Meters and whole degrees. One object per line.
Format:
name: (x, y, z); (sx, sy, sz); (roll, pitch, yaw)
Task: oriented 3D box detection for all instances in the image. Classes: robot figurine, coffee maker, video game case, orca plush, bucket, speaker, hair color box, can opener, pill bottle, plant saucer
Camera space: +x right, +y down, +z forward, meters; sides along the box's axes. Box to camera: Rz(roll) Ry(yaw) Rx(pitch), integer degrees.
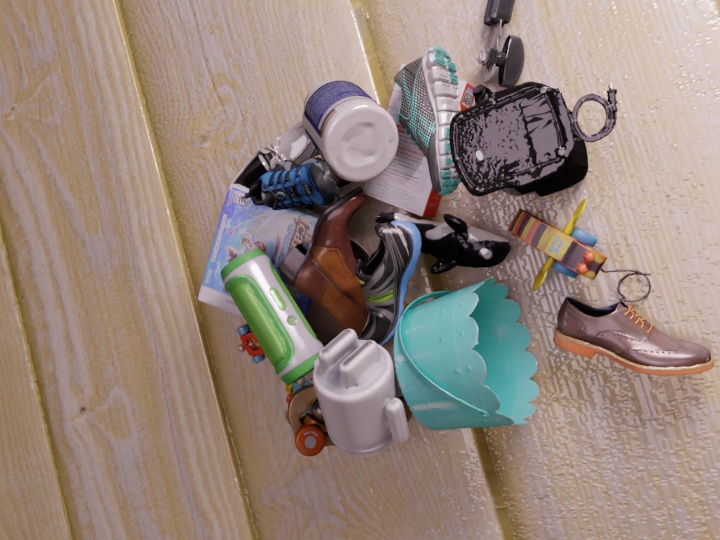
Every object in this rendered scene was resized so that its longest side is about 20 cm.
robot figurine: (-0.001, 0.180, 0.877); (0.169, 0.112, 0.202); (28, 141, 41)
coffee maker: (0.234, -0.157, 0.805); (0.190, 0.199, 0.137); (9, 99, 27)
video game case: (-0.154, -0.016, 1.027); (0.179, 0.045, 0.202); (19, 101, 5)
orca plush: (0.111, -0.034, 0.909); (0.198, 0.105, 0.072); (21, 74, 9)
bucket: (0.146, 0.121, 0.870); (0.134, 0.206, 0.210); (-19, 85, 30)
speaker: (-0.133, 0.070, 0.959); (0.088, 0.088, 0.201); (-35, 83, 23)
hair color box: (0.088, -0.194, 0.951); (0.110, 0.064, 0.202); (23, 104, 23)
can opener: (0.207, -0.365, 0.897); (0.065, 0.053, 0.203); (6, 99, -9)
pill bottle: (-0.024, -0.218, 0.933); (0.112, 0.110, 0.201); (-57, 30, 17)
plant saucer: (-0.047, 0.038, 1.048); (0.198, 0.032, 0.203); (2, 95, 26)

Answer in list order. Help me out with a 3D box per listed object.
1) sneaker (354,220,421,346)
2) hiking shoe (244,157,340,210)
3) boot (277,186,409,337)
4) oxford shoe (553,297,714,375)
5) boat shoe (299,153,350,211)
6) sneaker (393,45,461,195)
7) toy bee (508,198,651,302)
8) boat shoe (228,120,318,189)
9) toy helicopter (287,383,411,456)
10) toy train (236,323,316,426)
sneaker: (0.026, 0.021, 0.900); (0.082, 0.071, 0.202); (7, 112, -16)
hiking shoe: (-0.098, -0.114, 0.918); (0.199, 0.086, 0.075); (13, 135, 61)
boot: (0.000, 0.000, 0.954); (0.200, 0.069, 0.189); (41, 98, -3)
oxford shoe: (0.357, 0.084, 0.825); (0.198, 0.071, 0.074); (11, 109, 25)
boat shoe: (-0.103, -0.126, 1.045); (0.198, 0.072, 0.073); (-26, 81, 19)
sneaker: (0.096, -0.203, 0.884); (0.090, 0.077, 0.203); (-8, 87, 40)
toy bee: (0.287, -0.030, 0.839); (0.198, 0.108, 0.133); (10, 95, 25)
boat shoe: (-0.145, -0.186, 1.062); (0.199, 0.066, 0.073); (-32, 79, 23)
toy helicopter: (-0.016, 0.214, 0.993); (0.197, 0.079, 0.134); (0, 89, -8)
toy train: (-0.127, 0.168, 1.080); (0.150, 0.055, 0.202); (-23, 98, 50)
